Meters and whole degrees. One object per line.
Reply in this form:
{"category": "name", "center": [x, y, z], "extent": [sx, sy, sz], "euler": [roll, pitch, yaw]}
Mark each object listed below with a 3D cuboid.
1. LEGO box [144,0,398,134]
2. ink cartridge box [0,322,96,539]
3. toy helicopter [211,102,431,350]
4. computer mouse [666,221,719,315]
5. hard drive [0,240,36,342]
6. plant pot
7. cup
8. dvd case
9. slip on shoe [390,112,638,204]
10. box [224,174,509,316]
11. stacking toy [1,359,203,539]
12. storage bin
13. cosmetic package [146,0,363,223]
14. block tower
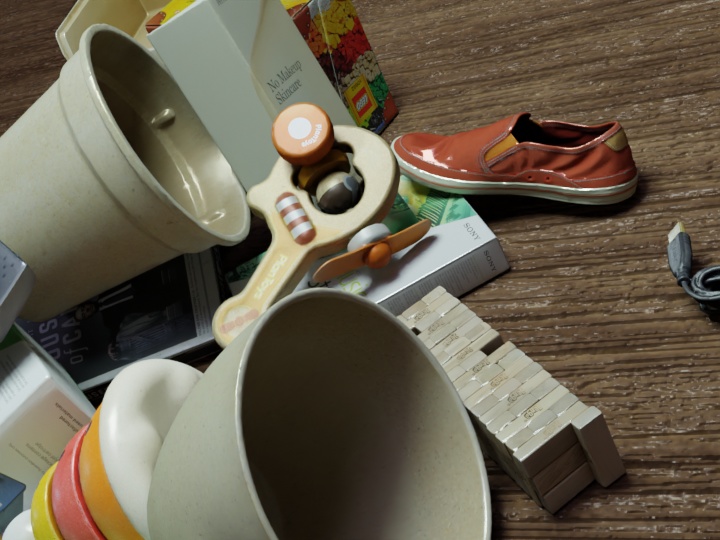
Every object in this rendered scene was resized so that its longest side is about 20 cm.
{"category": "LEGO box", "center": [-0.085, -0.190, 1.222], "extent": [0.200, 0.149, 0.077], "euler": [7, 45, 40]}
{"category": "ink cartridge box", "center": [-0.299, 0.145, 0.971], "extent": [0.200, 0.088, 0.145], "euler": [-44, 36, -9]}
{"category": "toy helicopter", "center": [-0.037, -0.017, 0.973], "extent": [0.132, 0.079, 0.200], "euler": [29, 78, 18]}
{"category": "computer mouse", "center": [0.277, -0.044, 0.878], "extent": [0.140, 0.046, 0.200], "euler": [-17, 41, 24]}
{"category": "hard drive", "center": [-0.329, 0.049, 0.943], "extent": [0.135, 0.042, 0.200], "euler": [36, 87, 28]}
{"category": "plant pot", "center": [-0.219, -0.059, 1.031], "extent": [0.183, 0.200, 0.201], "euler": [-33, 32, 15]}
{"category": "cup", "center": [-0.041, 0.130, 0.758], "extent": [0.143, 0.200, 0.201], "euler": [-30, 28, 37]}
{"category": "dvd case", "center": [-0.208, 0.031, 1.089], "extent": [0.200, 0.025, 0.151], "euler": [-21, 56, 10]}
{"category": "slip on shoe", "center": [0.115, -0.094, 1.004], "extent": [0.200, 0.061, 0.074], "euler": [7, 29, 28]}
{"category": "box", "center": [0.000, 0.000, 1.017], "extent": [0.200, 0.036, 0.144], "euler": [-28, 34, -3]}
{"category": "stacking toy", "center": [-0.174, 0.161, 0.876], "extent": [0.200, 0.146, 0.146], "euler": [-31, 30, 26]}
{"category": "storage bin", "center": [-0.227, -0.309, 1.529], "extent": [0.199, 0.094, 0.199], "euler": [-10, 38, 24]}
{"category": "cosmetic package", "center": [-0.078, -0.142, 1.089], "extent": [0.073, 0.200, 0.104], "euler": [-22, 19, 31]}
{"category": "block tower", "center": [0.084, 0.078, 0.840], "extent": [0.058, 0.054, 0.200], "euler": [-36, 34, -11]}
